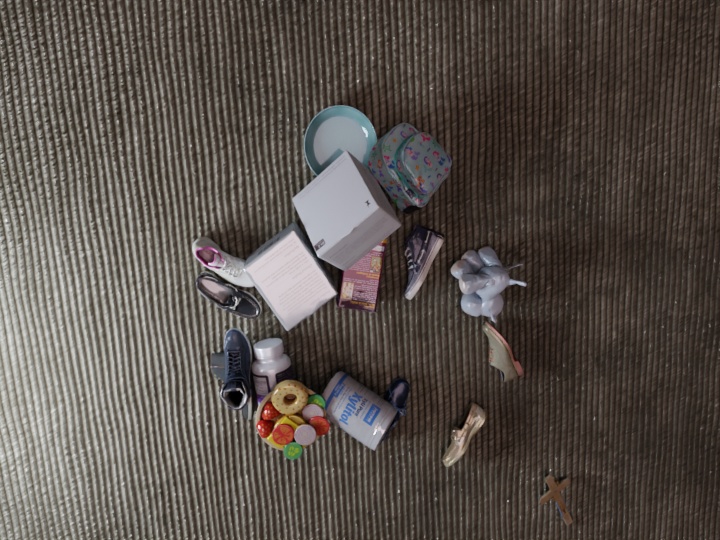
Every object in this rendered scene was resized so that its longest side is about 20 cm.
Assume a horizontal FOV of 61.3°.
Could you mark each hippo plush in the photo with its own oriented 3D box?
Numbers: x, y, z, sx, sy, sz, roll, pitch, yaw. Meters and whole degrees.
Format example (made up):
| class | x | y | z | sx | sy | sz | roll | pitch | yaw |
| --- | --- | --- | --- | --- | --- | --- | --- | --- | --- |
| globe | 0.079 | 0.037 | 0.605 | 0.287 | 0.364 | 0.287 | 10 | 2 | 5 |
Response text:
| class | x | y | z | sx | sy | sz | roll | pitch | yaw |
| --- | --- | --- | --- | --- | --- | --- | --- | --- | --- |
| hippo plush | 0.350 | 0.042 | 1.694 | 0.194 | 0.162 | 0.164 | -2 | 133 | 8 |

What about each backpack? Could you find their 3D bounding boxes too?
| class | x | y | z | sx | sy | sz | roll | pitch | yaw |
| --- | --- | --- | --- | --- | --- | --- | --- | --- | --- |
| backpack | 0.125 | -0.274 | 1.570 | 0.200 | 0.150 | 0.178 | 45 | 63 | -8 |

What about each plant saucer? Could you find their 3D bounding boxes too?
| class | x | y | z | sx | sy | sz | roll | pitch | yaw |
| --- | --- | --- | --- | --- | --- | --- | --- | --- | --- |
| plant saucer | -0.053 | -0.329 | 1.600 | 0.194 | 0.036 | 0.206 | -1 | 102 | -7 |

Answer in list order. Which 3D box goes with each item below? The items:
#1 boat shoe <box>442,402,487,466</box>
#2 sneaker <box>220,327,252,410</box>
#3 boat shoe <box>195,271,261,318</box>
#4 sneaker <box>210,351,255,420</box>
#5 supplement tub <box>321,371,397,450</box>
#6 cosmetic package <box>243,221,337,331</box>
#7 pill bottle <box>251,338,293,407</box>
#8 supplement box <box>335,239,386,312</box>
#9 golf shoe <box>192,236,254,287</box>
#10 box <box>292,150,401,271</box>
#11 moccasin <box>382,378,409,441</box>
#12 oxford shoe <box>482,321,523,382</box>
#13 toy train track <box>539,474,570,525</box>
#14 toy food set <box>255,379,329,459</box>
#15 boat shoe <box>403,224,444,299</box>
| class | x | y | z | sx | sy | sz | roll | pitch | yaw |
| --- | --- | --- | --- | --- | --- | --- | --- | --- | --- |
| boat shoe | 0.295 | 0.484 | 1.796 | 0.064 | 0.072 | 0.202 | 34 | 93 | -4 |
| sneaker | -0.322 | 0.257 | 1.572 | 0.075 | 0.146 | 0.209 | -7 | 90 | -3 |
| boat shoe | -0.355 | 0.072 | 1.630 | 0.198 | 0.060 | 0.075 | 37 | 94 | -13 |
| sneaker | -0.351 | 0.316 | 1.681 | 0.103 | 0.075 | 0.206 | -7 | 93 | -1 |
| supplement tub | -0.010 | 0.384 | 1.672 | 0.197 | 0.132 | 0.134 | 30 | 98 | 12 |
| cosmetic package | -0.181 | 0.011 | 1.586 | 0.165 | 0.167 | 0.202 | -34 | 103 | 1 |
| pill bottle | -0.238 | 0.296 | 1.665 | 0.108 | 0.112 | 0.206 | -9 | 103 | -5 |
| supplement box | 0.000 | 0.000 | 1.648 | 0.107 | 0.086 | 0.206 | 7 | 100 | -9 |
| golf shoe | -0.358 | -0.011 | 1.599 | 0.197 | 0.092 | 0.076 | 31 | 95 | -13 |
| box | -0.036 | -0.147 | 1.523 | 0.197 | 0.203 | 0.130 | -37 | 148 | 16 |
| moccasin | 0.094 | 0.414 | 1.753 | 0.079 | 0.068 | 0.205 | 20 | 98 | -11 |
| oxford shoe | 0.399 | 0.240 | 1.756 | 0.073 | 0.071 | 0.202 | -33 | 103 | 3 |
| toy train track | 0.617 | 0.715 | 1.903 | 0.113 | 0.033 | 0.203 | -31 | 109 | -8 |
| toy food set | -0.180 | 0.395 | 1.611 | 0.197 | 0.049 | 0.201 | 38 | 98 | -18 |
| boat shoe | 0.148 | -0.029 | 1.674 | 0.091 | 0.075 | 0.204 | 27 | 89 | -5 |
